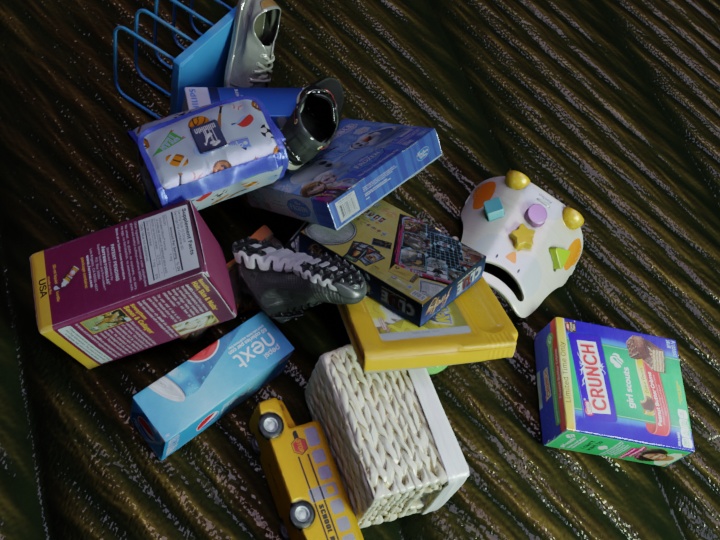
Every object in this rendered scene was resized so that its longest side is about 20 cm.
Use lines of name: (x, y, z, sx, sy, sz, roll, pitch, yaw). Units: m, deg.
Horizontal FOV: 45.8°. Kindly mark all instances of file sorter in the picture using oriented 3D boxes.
file sorter: (-0.254, -0.330, 1.247, 0.121, 0.140, 0.201, 32, 54, 7)

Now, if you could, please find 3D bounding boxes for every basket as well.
basket: (0.023, 0.191, 1.021, 0.121, 0.136, 0.203, -12, 62, -23)

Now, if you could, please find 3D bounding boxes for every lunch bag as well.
lunch bag: (-0.190, -0.140, 1.057, 0.167, 0.127, 0.200, -21, 24, -14)

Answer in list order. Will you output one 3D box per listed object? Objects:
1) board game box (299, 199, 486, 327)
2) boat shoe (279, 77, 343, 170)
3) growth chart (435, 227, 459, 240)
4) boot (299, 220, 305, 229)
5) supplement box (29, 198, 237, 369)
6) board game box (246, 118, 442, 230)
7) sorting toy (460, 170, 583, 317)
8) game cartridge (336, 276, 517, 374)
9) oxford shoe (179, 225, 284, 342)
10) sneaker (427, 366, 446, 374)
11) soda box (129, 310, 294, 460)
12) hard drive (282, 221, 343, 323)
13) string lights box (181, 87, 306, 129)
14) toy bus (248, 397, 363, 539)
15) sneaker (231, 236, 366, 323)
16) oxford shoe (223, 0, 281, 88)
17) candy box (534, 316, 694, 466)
board game box: (0.039, -0.020, 1.058, 0.198, 0.035, 0.134, 31, 45, 30)
boat shoe: (-0.055, -0.207, 1.139, 0.074, 0.063, 0.203, 46, 35, -16)
growth chart: (0.094, -0.008, 1.194, 0.198, 0.018, 0.148, 12, 56, -48)
boot: (-0.039, -0.073, 1.197, 0.074, 0.074, 0.203, 19, 52, 4)
supplement box: (-0.260, 0.019, 0.988, 0.195, 0.132, 0.105, -18, 63, 0)
board game box: (-0.027, -0.136, 1.139, 0.199, 0.044, 0.197, -37, 32, -28)
sorting toy: (0.227, -0.029, 1.256, 0.198, 0.107, 0.181, 33, 62, 3)
game cartridge: (0.074, 0.048, 1.030, 0.195, 0.033, 0.178, -6, 36, -15)
oxford shoe: (-0.156, 0.027, 1.101, 0.073, 0.071, 0.201, 40, 57, -3)
sneaker: (0.113, 0.089, 1.152, 0.198, 0.083, 0.078, -17, 84, -47)
soda box: (-0.177, 0.135, 1.028, 0.198, 0.065, 0.068, -34, 74, -33)
hard drive: (0.000, 0.000, 1.149, 0.201, 0.038, 0.140, 50, 52, -13)
string lights box: (-0.157, -0.206, 1.223, 0.195, 0.104, 0.060, -5, 57, -22)
toy bus: (-0.066, 0.249, 0.996, 0.077, 0.065, 0.203, -12, 64, -25)
sneaker: (-0.074, 0.023, 1.029, 0.196, 0.093, 0.066, 15, 23, 32)
oxford shoe: (-0.153, -0.297, 1.229, 0.057, 0.204, 0.075, 24, 27, 26)
candy box: (0.349, 0.168, 1.186, 0.195, 0.077, 0.173, 10, 57, -12)
